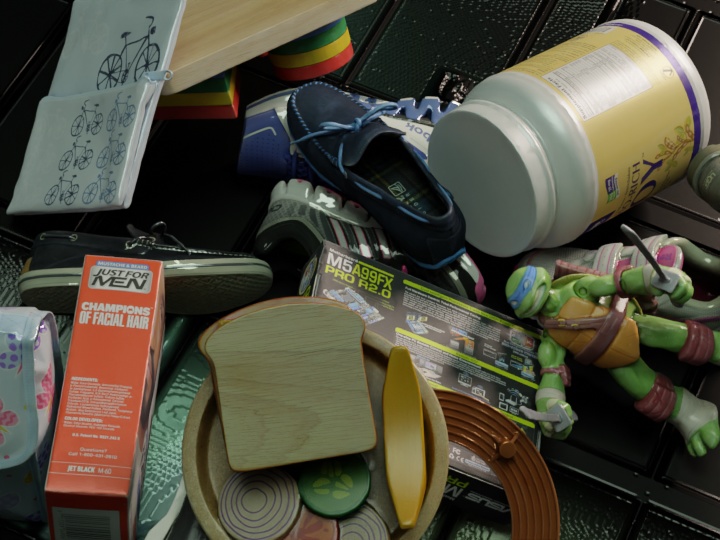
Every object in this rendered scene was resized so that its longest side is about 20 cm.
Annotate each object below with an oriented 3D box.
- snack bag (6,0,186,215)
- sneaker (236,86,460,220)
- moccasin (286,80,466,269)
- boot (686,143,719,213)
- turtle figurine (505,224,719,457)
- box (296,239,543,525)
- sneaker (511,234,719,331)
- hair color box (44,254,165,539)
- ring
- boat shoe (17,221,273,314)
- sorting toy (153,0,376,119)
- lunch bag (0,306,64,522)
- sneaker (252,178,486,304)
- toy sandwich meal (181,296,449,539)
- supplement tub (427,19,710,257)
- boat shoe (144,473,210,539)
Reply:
[{"bbox_3d":[-0.206,-0.138,1.526,0.021,0.188,0.201,23,77,-34],"label":"snack bag"},{"bbox_3d":[-0.001,-0.082,1.582,0.199,0.081,0.115,0,53,-6],"label":"sneaker"},{"bbox_3d":[0.018,-0.090,1.505,0.080,0.068,0.200,-38,63,-20],"label":"moccasin"},{"bbox_3d":[0.348,-0.013,1.503,0.181,0.073,0.200,12,26,-20],"label":"boot"},{"bbox_3d":[0.199,0.070,1.419,0.193,0.200,0.144,25,81,-17],"label":"turtle figurine"},{"bbox_3d":[0.041,0.083,1.443,0.199,0.044,0.161,22,48,-13],"label":"box"},{"bbox_3d":[0.220,0.008,1.528,0.199,0.088,0.082,6,54,1],"label":"sneaker"},{"bbox_3d":[-0.184,0.102,1.421,0.064,0.111,0.201,4,55,-2],"label":"hair color box"},{"bbox_3d":[0.044,0.183,1.364,0.200,0.019,0.201,0,92,-7],"label":"ring"},{"bbox_3d":[-0.168,-0.004,1.521,0.199,0.075,0.062,-1,61,2],"label":"boat shoe"},{"bbox_3d":[-0.110,-0.189,1.610,0.200,0.070,0.199,-27,28,-21],"label":"sorting toy"},{"bbox_3d":[-0.300,0.092,1.366,0.169,0.200,0.128,4,54,-2],"label":"lunch bag"},{"bbox_3d":[0.000,0.000,1.530,0.199,0.074,0.088,23,56,18],"label":"sneaker"},{"bbox_3d":[-0.033,0.115,1.314,0.204,0.070,0.206,-1,80,4],"label":"toy sandwich meal"},{"bbox_3d":[0.167,-0.105,1.553,0.200,0.146,0.145,-28,60,-32],"label":"supplement tub"},{"bbox_3d":[-0.107,0.171,1.401,0.060,0.074,0.200,19,59,10],"label":"boat shoe"}]
